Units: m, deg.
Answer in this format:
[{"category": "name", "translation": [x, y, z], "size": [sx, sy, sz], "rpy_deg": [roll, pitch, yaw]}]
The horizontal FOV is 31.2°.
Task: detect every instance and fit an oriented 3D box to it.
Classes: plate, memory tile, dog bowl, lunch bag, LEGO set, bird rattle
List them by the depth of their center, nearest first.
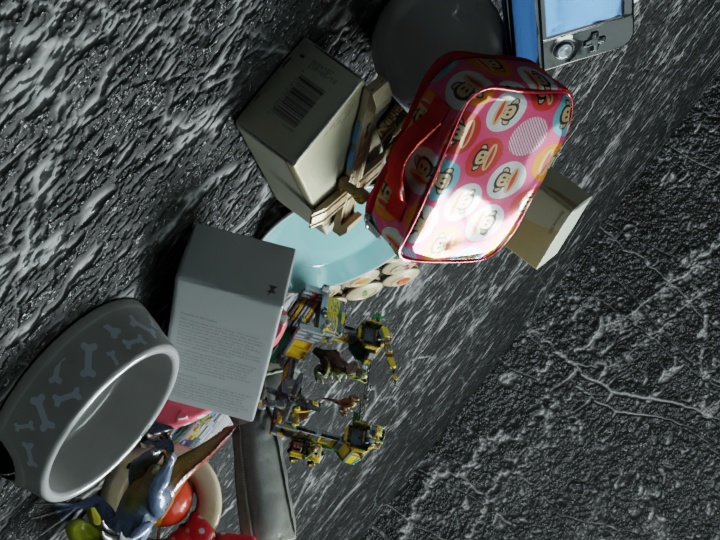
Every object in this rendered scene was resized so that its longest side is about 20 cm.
[{"category": "dog bowl", "translation": [-0.242, 0.123, 1.164], "size": [0.200, 0.059, 0.200], "rpy_deg": [-49, 165, -18]}, {"category": "lunch bag", "translation": [0.091, -0.099, 1.184], "size": [0.175, 0.082, 0.201], "rpy_deg": [-4, 130, -43]}, {"category": "bird rattle", "translation": [-0.205, 0.264, 1.358], "size": [0.113, 0.198, 0.165], "rpy_deg": [149, -53, -85]}, {"category": "plate", "translation": [-0.027, -0.040, 1.389], "size": [0.199, 0.026, 0.201], "rpy_deg": [-17, 154, -9]}, {"category": "LEGO set", "translation": [-0.026, 0.109, 1.439], "size": [0.116, 0.153, 0.201], "rpy_deg": [126, -16, -55]}, {"category": "memory tile", "translation": [0.000, 0.000, 1.550], "size": [0.152, 0.017, 0.200], "rpy_deg": [-18, 162, -4]}]

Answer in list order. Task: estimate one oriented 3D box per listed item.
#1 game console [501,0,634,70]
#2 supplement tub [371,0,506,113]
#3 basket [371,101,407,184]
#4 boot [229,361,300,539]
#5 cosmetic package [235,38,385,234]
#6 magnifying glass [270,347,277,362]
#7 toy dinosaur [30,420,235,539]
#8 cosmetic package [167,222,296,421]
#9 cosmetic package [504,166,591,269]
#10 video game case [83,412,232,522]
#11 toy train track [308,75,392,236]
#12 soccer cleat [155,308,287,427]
[{"category": "game console", "translation": [0.204, -0.255, 1.255], "size": [0.169, 0.119, 0.201], "rpy_deg": [-17, 135, -5]}, {"category": "supplement tub", "translation": [0.094, -0.205, 1.306], "size": [0.132, 0.132, 0.200], "rpy_deg": [-54, 164, 3]}, {"category": "basket", "translation": [0.063, -0.130, 1.513], "size": [0.142, 0.150, 0.200], "rpy_deg": [-20, 169, 10]}, {"category": "boot", "translation": [-0.102, 0.209, 1.484], "size": [0.072, 0.201, 0.181], "rpy_deg": [-23, 171, 26]}, {"category": "cosmetic package", "translation": [-0.041, -0.119, 1.204], "size": [0.104, 0.073, 0.200], "rpy_deg": [-51, 164, -7]}, {"category": "magnifying glass", "translation": [-0.107, 0.077, 1.540], "size": [0.080, 0.022, 0.200], "rpy_deg": [-47, 163, -23]}, {"category": "toy dinosaur", "translation": [-0.215, 0.250, 1.277], "size": [0.199, 0.105, 0.183], "rpy_deg": [5, 105, -30]}, {"category": "cosmetic package", "translation": [-0.130, 0.054, 1.235], "size": [0.201, 0.101, 0.072], "rpy_deg": [109, -5, -51]}, {"category": "cosmetic package", "translation": [0.185, -0.106, 1.666], "size": [0.071, 0.200, 0.106], "rpy_deg": [-32, 154, -53]}, {"category": "video game case", "translation": [-0.226, 0.224, 1.509], "size": [0.200, 0.023, 0.182], "rpy_deg": [-50, 165, -8]}, {"category": "toy train track", "translation": [0.006, -0.096, 1.194], "size": [0.115, 0.032, 0.201], "rpy_deg": [-43, 160, -33]}, {"category": "soccer cleat", "translation": [-0.155, 0.104, 1.386], "size": [0.200, 0.067, 0.077], "rpy_deg": [-44, 176, -28]}]
